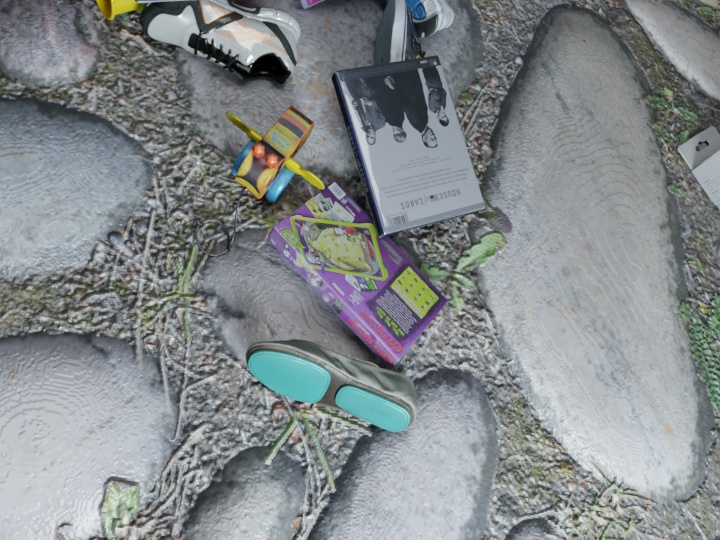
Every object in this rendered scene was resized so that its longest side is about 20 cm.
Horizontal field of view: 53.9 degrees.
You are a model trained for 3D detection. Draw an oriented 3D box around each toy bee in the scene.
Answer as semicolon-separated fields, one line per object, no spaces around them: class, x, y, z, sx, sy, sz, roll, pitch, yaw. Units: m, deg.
toy bee;-0.098;-0.116;0.789;0.128;0.109;0.205;16;63;-16

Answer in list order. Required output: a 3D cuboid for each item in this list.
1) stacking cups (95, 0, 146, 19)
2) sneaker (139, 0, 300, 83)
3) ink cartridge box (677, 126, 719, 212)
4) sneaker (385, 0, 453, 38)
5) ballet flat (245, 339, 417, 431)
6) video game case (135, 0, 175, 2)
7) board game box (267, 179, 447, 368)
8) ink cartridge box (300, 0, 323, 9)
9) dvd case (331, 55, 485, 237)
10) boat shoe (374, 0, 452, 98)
stacking cups;-0.224;-0.358;0.867;0.197;0.061;0.061;-26;79;-29
sneaker;-0.163;-0.278;0.850;0.195;0.074;0.082;3;69;-20
ink cartridge box;0.600;-0.143;1.101;0.114;0.067;0.203;-27;81;-28
sneaker;0.060;-0.413;1.008;0.086;0.075;0.202;-25;77;-50
ballet flat;-0.029;0.112;0.756;0.196;0.068;0.064;24;34;-12
video game case;-0.200;-0.371;0.834;0.197;0.019;0.144;-19;64;-38
board game box;0.000;0.000;0.813;0.200;0.032;0.120;47;45;3
ink cartridge box;-0.009;-0.447;0.948;0.196;0.042;0.122;-23;75;8
dvd case;0.060;-0.155;0.863;0.147;0.025;0.205;-14;85;-24
boat shoe;0.070;-0.264;0.944;0.089;0.071;0.206;7;73;-20
